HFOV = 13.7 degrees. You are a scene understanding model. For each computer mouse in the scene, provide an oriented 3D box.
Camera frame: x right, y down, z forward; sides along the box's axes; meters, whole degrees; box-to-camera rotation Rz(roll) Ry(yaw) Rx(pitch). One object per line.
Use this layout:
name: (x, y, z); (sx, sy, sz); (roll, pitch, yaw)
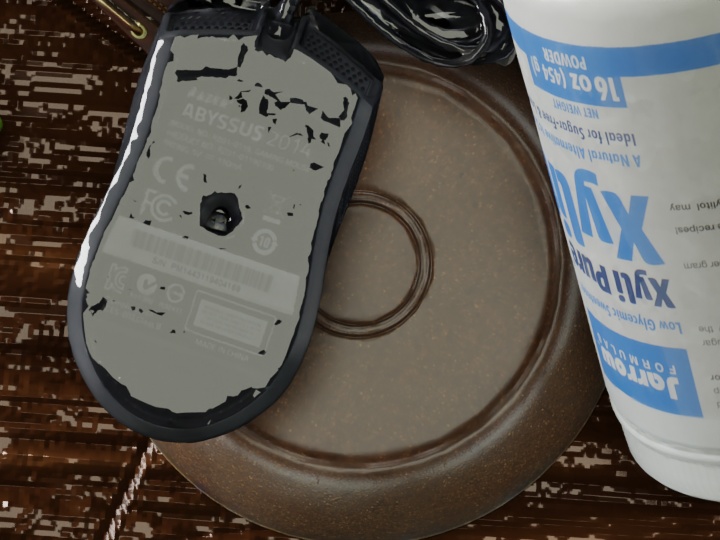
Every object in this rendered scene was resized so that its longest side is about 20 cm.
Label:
computer mouse: (-0.037, -0.035, 1.064); (0.138, 0.053, 0.201); (23, 90, -3)

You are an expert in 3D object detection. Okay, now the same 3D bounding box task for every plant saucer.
plant saucer: (0.000, 0.000, 1.105); (0.199, 0.034, 0.202); (0, 83, 3)

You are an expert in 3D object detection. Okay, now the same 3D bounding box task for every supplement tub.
supplement tub: (0.128, -0.038, 1.010); (0.131, 0.132, 0.201); (-17, 117, 1)

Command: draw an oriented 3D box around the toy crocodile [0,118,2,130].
toy crocodile: (-0.227, -0.090, 1.120); (0.199, 0.062, 0.068); (21, 84, 10)

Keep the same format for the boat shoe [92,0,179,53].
boat shoe: (-0.123, -0.150, 1.114); (0.200, 0.070, 0.071); (40, 126, 13)
